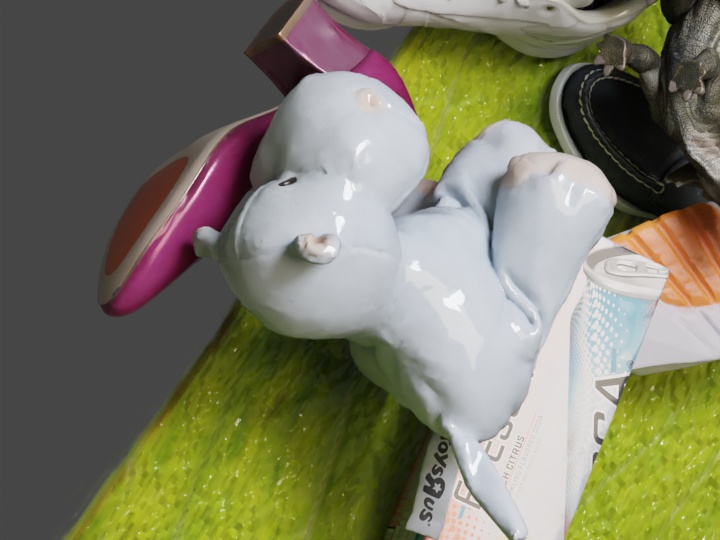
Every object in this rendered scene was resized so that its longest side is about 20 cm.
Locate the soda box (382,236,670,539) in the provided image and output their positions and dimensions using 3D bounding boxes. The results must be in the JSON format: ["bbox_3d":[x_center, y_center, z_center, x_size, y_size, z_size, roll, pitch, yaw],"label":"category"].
[{"bbox_3d":[0.074,0.078,1.251,0.068,0.064,0.201,25,81,-14],"label":"soda box"}]

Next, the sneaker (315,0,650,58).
[{"bbox_3d":[0.059,-0.155,1.286,0.199,0.099,0.075,5,82,-31],"label":"sneaker"}]

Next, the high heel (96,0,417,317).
[{"bbox_3d":[-0.042,-0.034,1.219,0.096,0.067,0.200,45,62,-18],"label":"high heel"}]

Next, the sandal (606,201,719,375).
[{"bbox_3d":[0.130,0.017,1.334,0.205,0.059,0.080,-13,88,-13],"label":"sandal"}]

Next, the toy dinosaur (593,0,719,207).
[{"bbox_3d":[0.176,-0.116,1.296,0.102,0.077,0.201,28,70,-55],"label":"toy dinosaur"}]

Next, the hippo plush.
[{"bbox_3d":[0.000,0.000,1.184,0.160,0.159,0.201,26,74,-27],"label":"hippo plush"}]

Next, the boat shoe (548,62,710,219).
[{"bbox_3d":[0.186,-0.048,1.374,0.199,0.060,0.076,32,67,-25],"label":"boat shoe"}]
